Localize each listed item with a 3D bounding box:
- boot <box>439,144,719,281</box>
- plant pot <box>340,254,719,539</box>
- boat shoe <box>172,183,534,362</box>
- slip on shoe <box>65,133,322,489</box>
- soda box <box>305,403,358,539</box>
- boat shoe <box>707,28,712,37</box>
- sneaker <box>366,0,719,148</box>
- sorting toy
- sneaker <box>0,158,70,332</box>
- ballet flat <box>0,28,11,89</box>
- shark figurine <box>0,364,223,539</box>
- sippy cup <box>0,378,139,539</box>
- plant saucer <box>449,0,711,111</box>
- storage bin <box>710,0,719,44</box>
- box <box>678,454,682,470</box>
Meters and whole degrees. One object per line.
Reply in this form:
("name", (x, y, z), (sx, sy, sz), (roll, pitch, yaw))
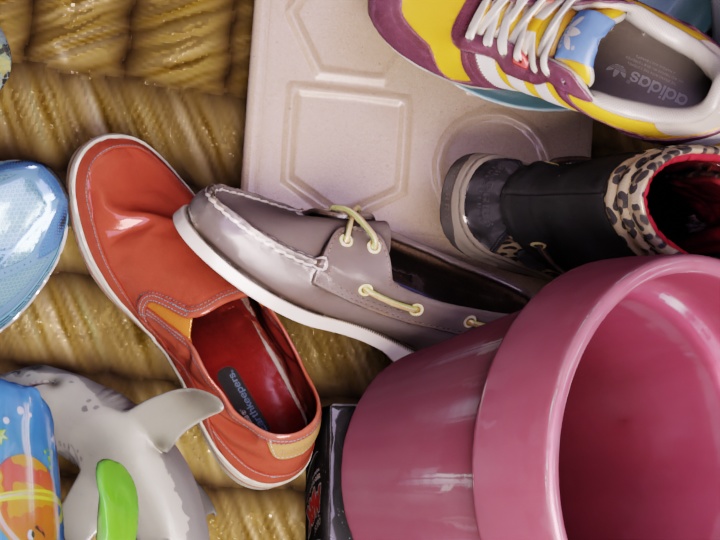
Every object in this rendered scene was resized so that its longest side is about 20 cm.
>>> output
("boot", (0.158, -0.020, 1.495), (0.200, 0.150, 0.073), (16, 80, -34))
("plant pot", (0.096, 0.097, 1.416), (0.200, 0.179, 0.201), (6, 81, -42))
("boat shoe", (0.000, 0.000, 1.496), (0.200, 0.072, 0.060), (27, 114, -25))
("slip on shoe", (-0.079, 0.014, 1.496), (0.074, 0.061, 0.200), (-26, 80, -30))
("soda box", (0.009, 0.168, 1.508), (0.071, 0.063, 0.201), (2, 83, -12))
("boat shoe", (0.195, -0.212, 1.581), (0.062, 0.075, 0.201), (6, 97, -5))
("sneaker", (0.095, -0.116, 1.454), (0.200, 0.090, 0.075), (18, 86, 11))
("sorting toy", (0.031, -0.091, 1.560), (0.185, 0.036, 0.201), (5, 87, -12))
("sneaker", (-0.222, 0.016, 1.460), (0.200, 0.090, 0.078), (-38, 93, -14))
("ballet flat", (-0.259, -0.151, 1.483), (0.200, 0.074, 0.074), (35, 78, -7))
("shark figurine", (-0.097, 0.140, 1.485), (0.128, 0.089, 0.215), (-18, 78, 20))
("sippy cup", (-0.198, 0.121, 1.425), (0.177, 0.140, 0.131), (4, 71, -9))
("plant saucer", (0.098, -0.182, 1.526), (0.200, 0.027, 0.201), (-2, 102, -7))
("storage bin", (0.245, -0.105, 1.496), (0.134, 0.200, 0.146), (31, 67, 26))
("box", (0.234, 0.114, 1.542), (0.183, 0.105, 0.201), (-6, 85, -14))
